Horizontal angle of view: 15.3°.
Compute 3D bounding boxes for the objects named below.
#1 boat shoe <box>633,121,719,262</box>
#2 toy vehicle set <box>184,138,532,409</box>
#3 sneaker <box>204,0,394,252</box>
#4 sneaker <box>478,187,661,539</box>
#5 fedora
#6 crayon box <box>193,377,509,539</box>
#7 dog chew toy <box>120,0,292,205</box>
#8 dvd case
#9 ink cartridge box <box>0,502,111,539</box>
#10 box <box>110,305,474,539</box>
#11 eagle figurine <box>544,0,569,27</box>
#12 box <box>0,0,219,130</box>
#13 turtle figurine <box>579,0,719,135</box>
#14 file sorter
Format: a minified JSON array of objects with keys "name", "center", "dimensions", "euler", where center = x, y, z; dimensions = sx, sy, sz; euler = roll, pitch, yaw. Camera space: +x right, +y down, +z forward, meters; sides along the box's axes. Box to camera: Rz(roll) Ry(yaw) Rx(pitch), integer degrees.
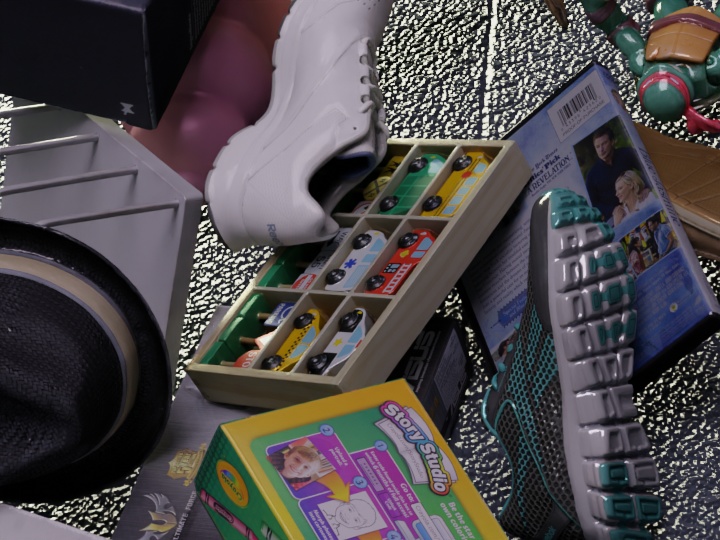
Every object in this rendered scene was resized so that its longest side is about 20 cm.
[{"name":"boat shoe","center":[0.177,-0.035,1.562],"dimensions":[0.073,0.069,0.200],"euler":[-18,31,-31]},{"name":"toy vehicle set","center":[0.000,0.000,1.536],"dimensions":[0.124,0.027,0.200],"euler":[2,45,43]},{"name":"sneaker","center":[-0.016,-0.093,1.588],"dimensions":[0.087,0.075,0.201],"euler":[9,66,32]},{"name":"sneaker","center":[0.100,0.057,1.442],"dimensions":[0.091,0.077,0.201],"euler":[-9,83,34]},{"name":"fedora","center":[-0.209,0.067,1.483],"dimensions":[0.200,0.201,0.092],"euler":[-5,23,17]},{"name":"crayon box","center":[0.014,0.156,1.372],"dimensions":[0.118,0.058,0.200],"euler":[-12,54,-33]},{"name":"dog chew toy","center":[-0.107,-0.127,1.732],"dimensions":[0.124,0.125,0.201],"euler":[-9,52,14]},{"name":"dvd case","center":[0.118,-0.006,1.525],"dimensions":[0.143,0.018,0.201],"euler":[-41,48,24]},{"name":"ink cartridge box","center":[-0.157,0.229,1.417],"dimensions":[0.199,0.045,0.177],"euler":[14,69,31]},{"name":"box","center":[-0.039,0.110,1.517],"dimensions":[0.158,0.048,0.200],"euler":[4,49,24]},{"name":"eagle figurine","center":[0.018,-0.198,1.709],"dimensions":[0.199,0.151,0.152],"euler":[-21,81,-1]},{"name":"box","center":[-0.162,-0.202,1.643],"dimensions":[0.147,0.105,0.201],"euler":[13,51,10]},{"name":"turtle figurine","center":[0.200,-0.149,1.642],"dimensions":[0.149,0.101,0.200],"euler":[14,34,10]},{"name":"file sorter","center":[-0.207,-0.019,1.616],"dimensions":[0.124,0.139,0.200],"euler":[-11,34,-36]}]
